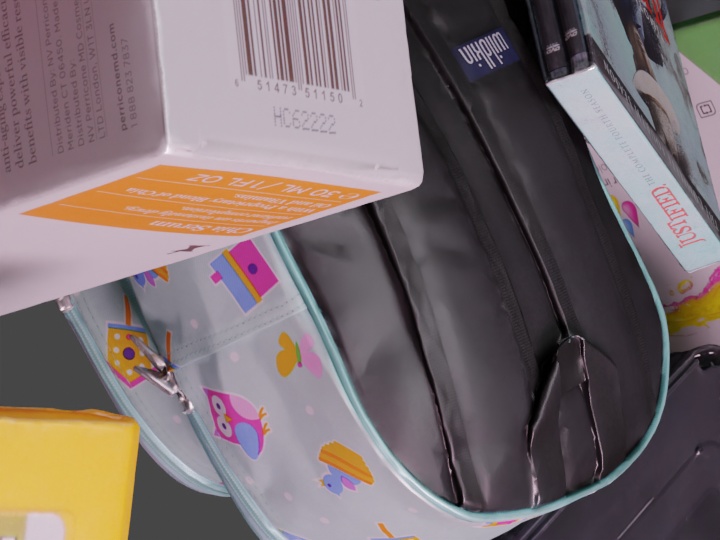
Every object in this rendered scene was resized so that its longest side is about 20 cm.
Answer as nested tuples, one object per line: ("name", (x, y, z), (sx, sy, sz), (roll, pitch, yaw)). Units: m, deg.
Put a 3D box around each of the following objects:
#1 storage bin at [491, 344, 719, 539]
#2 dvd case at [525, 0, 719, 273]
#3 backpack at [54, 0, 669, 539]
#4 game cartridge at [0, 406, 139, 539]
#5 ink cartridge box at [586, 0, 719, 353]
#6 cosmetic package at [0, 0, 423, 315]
("storage bin", (0.080, 0.131, 0.996), (0.200, 0.093, 0.136), (-40, 108, -46))
("dvd case", (0.079, -0.115, 0.969), (0.146, 0.022, 0.201), (46, 30, -54))
("backpack", (0.000, 0.000, 0.896), (0.175, 0.153, 0.201), (-24, 80, -49))
("game cartridge", (-0.143, 0.132, 0.701), (0.176, 0.032, 0.201), (4, 91, -36))
("ink cartridge box", (0.178, -0.027, 1.084), (0.084, 0.144, 0.201), (-48, 115, -44))
("cosmetic package", (-0.091, -0.038, 0.772), (0.101, 0.199, 0.072), (5, 75, -47))
